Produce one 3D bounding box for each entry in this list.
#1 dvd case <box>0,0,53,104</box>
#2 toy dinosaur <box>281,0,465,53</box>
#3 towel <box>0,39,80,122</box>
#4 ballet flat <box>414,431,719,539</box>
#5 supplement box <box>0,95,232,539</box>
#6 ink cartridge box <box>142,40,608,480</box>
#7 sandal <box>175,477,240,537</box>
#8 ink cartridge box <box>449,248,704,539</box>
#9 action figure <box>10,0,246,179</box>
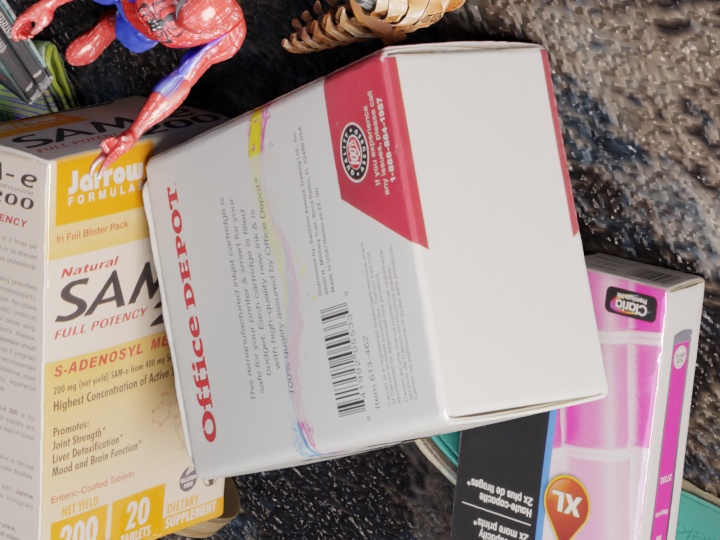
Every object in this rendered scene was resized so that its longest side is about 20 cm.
[{"bbox_3d":[-0.215,-0.153,1.091,0.146,0.022,0.200,36,169,19],"label":"dvd case"},{"bbox_3d":[0.004,-0.131,0.949,0.135,0.102,0.200,31,129,-6],"label":"toy dinosaur"},{"bbox_3d":[-0.175,-0.047,1.314,0.143,0.023,0.201,14,135,42],"label":"towel"},{"bbox_3d":[0.095,0.101,1.126,0.200,0.067,0.062,35,160,19],"label":"ballet flat"},{"bbox_3d":[-0.125,0.029,1.171,0.073,0.126,0.201,16,111,37],"label":"supplement box"},{"bbox_3d":[0.000,0.000,1.049,0.200,0.083,0.146,-18,81,56],"label":"ink cartridge box"},{"bbox_3d":[-0.160,0.108,1.327,0.070,0.078,0.211,-40,136,24],"label":"sandal"},{"bbox_3d":[0.086,0.091,1.060,0.094,0.037,0.201,14,108,35],"label":"ink cartridge box"},{"bbox_3d":[-0.113,-0.096,1.068,0.065,0.099,0.200,55,162,-18],"label":"action figure"}]
